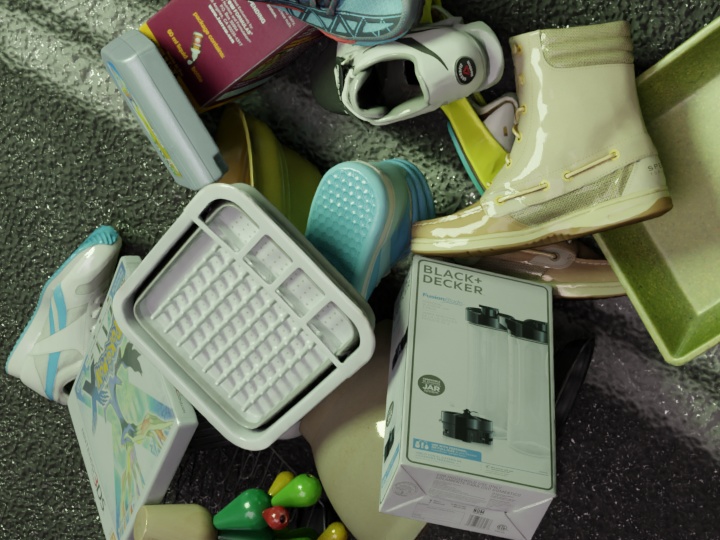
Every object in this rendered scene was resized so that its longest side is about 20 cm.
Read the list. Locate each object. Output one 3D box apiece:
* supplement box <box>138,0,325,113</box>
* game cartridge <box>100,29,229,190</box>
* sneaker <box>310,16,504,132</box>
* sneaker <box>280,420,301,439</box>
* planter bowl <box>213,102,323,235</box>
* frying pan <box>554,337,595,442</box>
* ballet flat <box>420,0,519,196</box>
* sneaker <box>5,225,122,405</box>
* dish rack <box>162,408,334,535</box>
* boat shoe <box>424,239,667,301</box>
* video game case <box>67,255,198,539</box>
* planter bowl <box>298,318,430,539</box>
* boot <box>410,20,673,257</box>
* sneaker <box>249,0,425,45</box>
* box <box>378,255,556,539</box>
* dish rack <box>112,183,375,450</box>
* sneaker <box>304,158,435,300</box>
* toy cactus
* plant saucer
[{"bbox_3d":[-0.063,-0.220,1.156,0.199,0.110,0.086,-33,92,28],"label":"supplement box"},{"bbox_3d":[-0.163,-0.131,1.189,0.040,0.200,0.134,-29,100,-8],"label":"game cartridge"},{"bbox_3d":[0.009,-0.146,1.104,0.199,0.088,0.075,-4,113,53],"label":"sneaker"},{"bbox_3d":[-0.139,0.083,1.326,0.198,0.073,0.113,5,107,13],"label":"sneaker"},{"bbox_3d":[-0.074,-0.036,1.218,0.083,0.201,0.202,2,114,-18],"label":"planter bowl"},{"bbox_3d":[0.163,0.120,1.210,0.031,0.116,0.190,23,160,16],"label":"frying pan"},{"bbox_3d":[0.087,-0.136,1.152,0.067,0.067,0.201,-32,93,19],"label":"ballet flat"},{"bbox_3d":[-0.258,0.041,1.361,0.080,0.077,0.201,33,125,1],"label":"sneaker"},{"bbox_3d":[-0.124,0.200,1.324,0.152,0.055,0.200,-14,132,26],"label":"dish rack"},{"bbox_3d":[0.147,-0.009,1.165,0.198,0.071,0.065,1,88,11],"label":"boat shoe"},{"bbox_3d":[-0.202,0.121,1.258,0.201,0.022,0.183,-61,41,39],"label":"video game case"},{"bbox_3d":[0.035,0.126,1.190,0.134,0.200,0.201,37,118,9],"label":"planter bowl"},{"bbox_3d":[0.121,-0.095,1.094,0.198,0.073,0.157,-13,88,19],"label":"boot"},{"bbox_3d":[-0.052,-0.207,1.038,0.199,0.095,0.080,21,114,17],"label":"sneaker"},{"bbox_3d":[0.079,0.089,1.066,0.116,0.201,0.060,13,135,-5],"label":"box"},{"bbox_3d":[-0.085,0.032,1.103,0.172,0.044,0.200,45,131,-2],"label":"dish rack"},{"bbox_3d":[0.000,0.000,1.161,0.079,0.130,0.201,34,116,19],"label":"sneaker"},{"bbox_3d":[-0.110,0.234,1.228,0.164,0.103,0.200,13,146,-25],"label":"toy cactus"},{"bbox_3d":[0.268,-0.063,1.087,0.199,0.048,0.201,-36,76,29],"label":"plant saucer"}]
